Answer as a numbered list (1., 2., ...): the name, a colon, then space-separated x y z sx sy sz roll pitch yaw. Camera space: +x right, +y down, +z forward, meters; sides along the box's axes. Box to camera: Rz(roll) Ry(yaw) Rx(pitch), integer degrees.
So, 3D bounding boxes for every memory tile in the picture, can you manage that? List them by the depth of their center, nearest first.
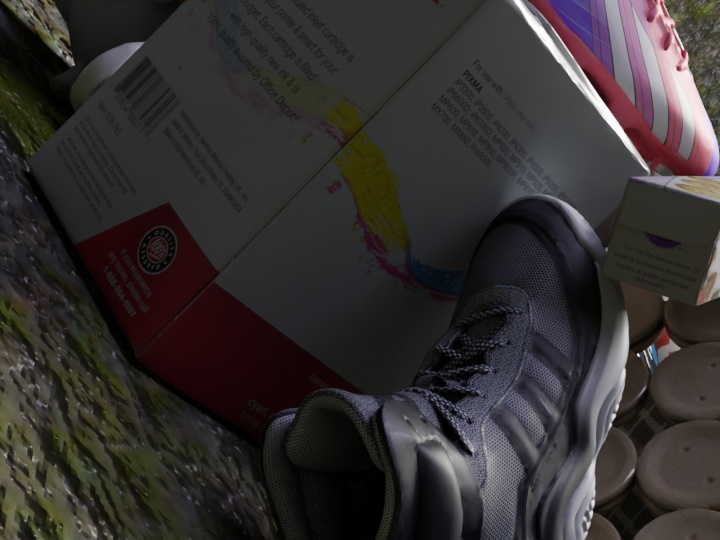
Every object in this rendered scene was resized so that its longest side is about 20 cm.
1. memory tile: 0.098 0.069 0.656 0.201 0.152 0.017 -68 147 -48

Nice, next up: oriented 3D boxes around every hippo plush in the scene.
1. hippo plush: -0.110 -0.158 0.896 0.200 0.159 0.161 44 6 -21

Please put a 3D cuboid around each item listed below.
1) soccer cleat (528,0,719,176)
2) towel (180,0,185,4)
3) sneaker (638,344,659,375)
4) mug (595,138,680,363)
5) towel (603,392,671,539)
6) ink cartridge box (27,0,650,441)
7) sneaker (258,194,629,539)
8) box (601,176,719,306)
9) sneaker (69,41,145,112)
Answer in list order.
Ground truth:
1. soccer cleat: 0.107 -0.124 0.681 0.200 0.076 0.067 47 4 -12
2. towel: -0.071 -0.184 0.852 0.201 0.023 0.144 60 28 -21
3. sneaker: 0.132 0.075 0.849 0.200 0.081 0.074 53 28 -55
4. mug: 0.123 0.009 0.934 0.200 0.176 0.135 53 26 -48
5. towel: 0.145 0.146 0.660 0.085 0.166 0.200 33 13 -39
6. ink cartridge box: -0.009 -0.045 0.657 0.144 0.200 0.146 40 9 -45
7. sneaker: 0.031 0.047 0.543 0.075 0.202 0.113 -11 -33 43
8. box: 0.147 -0.016 0.636 0.041 0.039 0.200 20 11 22
9. sneaker: -0.075 -0.039 0.834 0.199 0.075 0.081 34 24 -43
